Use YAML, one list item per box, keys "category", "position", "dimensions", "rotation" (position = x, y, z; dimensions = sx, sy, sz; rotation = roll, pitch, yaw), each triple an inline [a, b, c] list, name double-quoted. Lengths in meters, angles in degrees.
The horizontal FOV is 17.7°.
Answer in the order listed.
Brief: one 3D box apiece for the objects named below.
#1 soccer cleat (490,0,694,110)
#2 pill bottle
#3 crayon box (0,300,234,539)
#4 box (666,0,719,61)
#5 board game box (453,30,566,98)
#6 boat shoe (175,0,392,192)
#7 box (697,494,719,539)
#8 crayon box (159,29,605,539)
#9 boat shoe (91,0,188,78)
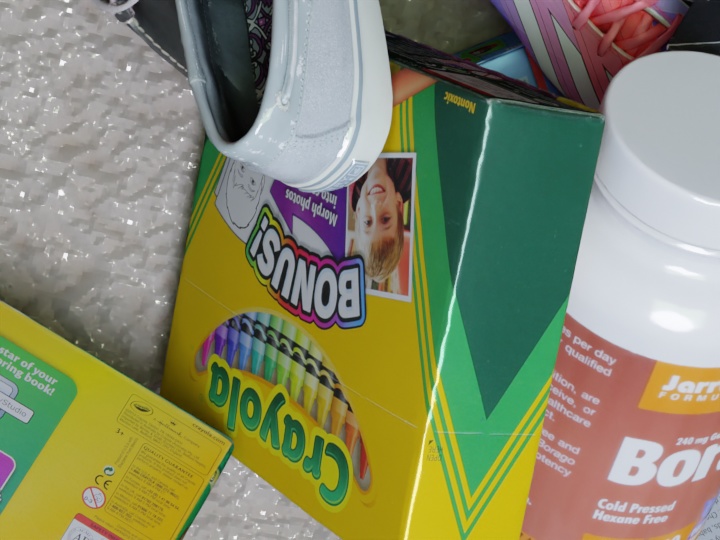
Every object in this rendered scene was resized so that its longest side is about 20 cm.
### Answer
- category: "soccer cleat"
  position: [0.081, -0.122, 0.912]
  dimensions: [0.200, 0.076, 0.067]
  rotation: [44, 84, 1]
- category: "pill bottle"
  position: [0.107, 0.020, 0.884]
  dimensions: [0.111, 0.113, 0.201]
  rotation: [3, 135, -13]
- category: "crayon box"
  position: [-0.163, 0.070, 0.887]
  dimensions: [0.199, 0.119, 0.058]
  rotation: [31, 141, -1]
- category: "box"
  position: [0.236, -0.119, 0.896]
  dimensions: [0.115, 0.132, 0.201]
  rotation: [50, 62, -35]
- category: "board game box"
  position: [0.142, -0.052, 0.990]
  dimensions: [0.199, 0.037, 0.152]
  rotation: [-22, 107, -4]
- category: "boat shoe"
  position: [-0.040, -0.128, 0.833]
  dimensions: [0.071, 0.070, 0.202]
  rotation: [11, 61, -48]
- category: "box"
  position: [0.113, 0.154, 0.960]
  dimensions: [0.155, 0.041, 0.201]
  rotation: [-22, 65, -15]
- category: "crayon box"
  position: [0.000, 0.000, 0.885]
  dimensions: [0.058, 0.200, 0.174]
  rotation: [5, 103, -32]
- category: "boat shoe"
  position: [-0.109, -0.147, 0.886]
  dimensions: [0.057, 0.067, 0.201]
  rotation: [-34, 97, -28]
